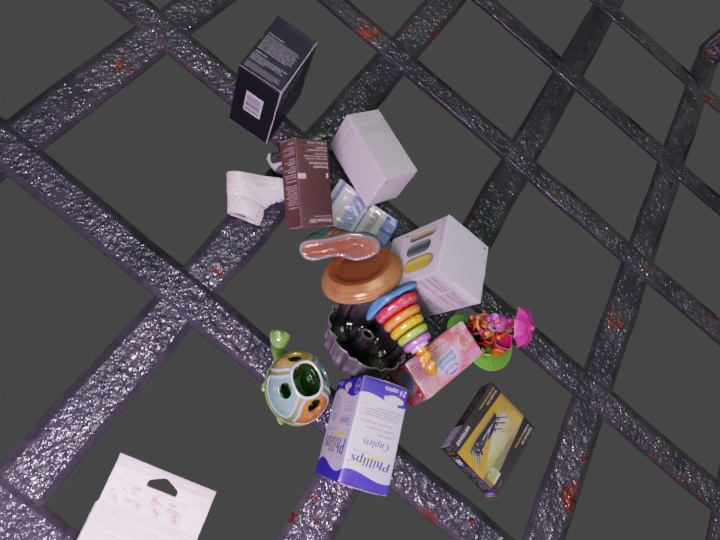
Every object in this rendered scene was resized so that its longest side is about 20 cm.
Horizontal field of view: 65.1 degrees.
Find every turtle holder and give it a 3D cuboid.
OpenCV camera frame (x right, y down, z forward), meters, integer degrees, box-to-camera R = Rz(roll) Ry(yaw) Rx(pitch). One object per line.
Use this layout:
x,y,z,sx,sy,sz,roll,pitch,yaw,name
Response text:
-0.129,0.223,1.181,0.137,0.132,0.191,7,66,-18,turtle holder

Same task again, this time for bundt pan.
0.000,0.167,1.260,0.197,0.077,0.204,24,33,-16,bundt pan

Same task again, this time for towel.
-0.007,-0.129,1.445,0.198,0.024,0.149,36,60,-5,towel

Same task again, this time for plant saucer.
0.000,0.000,1.312,0.194,0.038,0.203,-10,35,7,plant saucer

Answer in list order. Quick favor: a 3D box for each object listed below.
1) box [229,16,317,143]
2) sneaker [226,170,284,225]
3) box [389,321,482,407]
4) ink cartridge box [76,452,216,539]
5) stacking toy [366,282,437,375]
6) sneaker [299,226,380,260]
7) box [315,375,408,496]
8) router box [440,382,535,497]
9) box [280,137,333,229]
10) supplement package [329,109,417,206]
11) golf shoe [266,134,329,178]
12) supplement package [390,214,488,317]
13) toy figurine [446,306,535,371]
-0.218,-0.469,1.400,0.122,0.200,0.199,31,60,-5,box
-0.228,-0.163,1.351,0.194,0.073,0.120,4,82,-27,sneaker
0.178,0.219,1.327,0.197,0.103,0.096,-31,81,-31,box
-0.387,0.458,1.025,0.196,0.045,0.180,26,62,-11,ink cartridge box
0.113,0.139,1.242,0.108,0.116,0.203,-21,73,-36,stacking toy
-0.045,-0.072,1.334,0.193,0.073,0.081,-1,33,13,sneaker
0.000,0.329,1.143,0.102,0.184,0.206,18,72,-13,box
0.304,0.396,1.331,0.157,0.052,0.200,44,59,0,router box
-0.128,-0.204,1.336,0.098,0.074,0.207,-7,96,-40,box
0.031,-0.291,1.459,0.119,0.120,0.203,-20,72,-37,supplement package
-0.155,-0.308,1.430,0.094,0.079,0.200,37,49,11,golf shoe
0.176,-0.003,1.343,0.149,0.198,0.155,33,58,-28,supplement package
0.335,0.140,1.378,0.195,0.184,0.154,22,61,-11,toy figurine
